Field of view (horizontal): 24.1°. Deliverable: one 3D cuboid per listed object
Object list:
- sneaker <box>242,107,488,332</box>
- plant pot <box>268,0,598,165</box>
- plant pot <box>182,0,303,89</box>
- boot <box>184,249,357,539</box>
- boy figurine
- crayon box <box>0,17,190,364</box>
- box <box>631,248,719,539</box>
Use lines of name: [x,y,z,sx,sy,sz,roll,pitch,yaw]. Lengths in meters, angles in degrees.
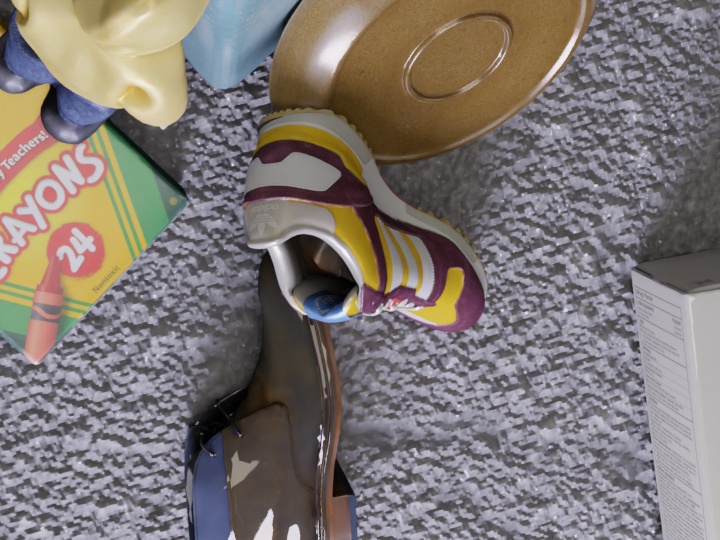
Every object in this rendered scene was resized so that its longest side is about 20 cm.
sneaker: [0.000,0.000,0.919,0.200,0.075,0.090,41,50,-41]
plant pot: [0.047,-0.120,0.898,0.200,0.200,0.028,-27,62,-5]
plant pot: [-0.059,-0.226,0.829,0.196,0.200,0.196,-41,97,-1]
boot: [-0.061,0.085,0.963,0.097,0.075,0.201,-11,104,-11]
boy figurine: [-0.128,-0.120,0.806,0.124,0.200,0.064,43,67,-10]
crayon box: [-0.208,-0.062,0.922,0.200,0.051,0.127,43,91,-14]
box: [0.222,0.093,1.006,0.077,0.095,0.201,-10,103,-9]
